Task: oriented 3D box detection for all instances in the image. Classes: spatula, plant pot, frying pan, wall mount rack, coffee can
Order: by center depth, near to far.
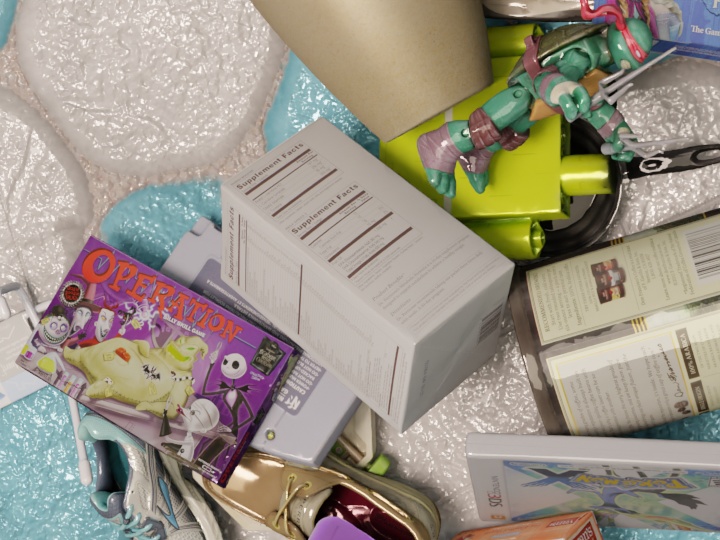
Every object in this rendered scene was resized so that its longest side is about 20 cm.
[{"bbox_3d":[0.010,-0.203,1.142,0.186,0.187,0.201,-27,93,12],"label":"plant pot"},{"bbox_3d":[0.224,0.041,1.170,0.198,0.146,0.148,-16,96,11],"label":"coffee can"},{"bbox_3d":[0.054,0.240,1.195,0.198,0.021,0.057,22,129,-4],"label":"spatula"},{"bbox_3d":[0.178,-0.088,1.214,0.189,0.031,0.115,-33,91,12],"label":"frying pan"},{"bbox_3d":[-0.303,0.114,1.300,0.199,0.075,0.175,-26,95,13],"label":"wall mount rack"}]

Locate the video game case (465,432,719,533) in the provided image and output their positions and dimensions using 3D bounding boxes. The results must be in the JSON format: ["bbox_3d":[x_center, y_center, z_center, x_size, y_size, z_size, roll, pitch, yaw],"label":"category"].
[{"bbox_3d":[0.184,0.163,1.187,0.198,0.183,0.022,1,67,8],"label":"video game case"}]

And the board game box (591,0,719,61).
[{"bbox_3d":[0.273,-0.251,1.122,0.198,0.043,0.201,7,84,-7],"label":"board game box"}]

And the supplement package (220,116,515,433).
[{"bbox_3d":[0.000,0.000,1.164,0.200,0.109,0.114,39,147,24],"label":"supplement package"}]

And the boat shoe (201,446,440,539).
[{"bbox_3d":[-0.034,0.182,1.231,0.198,0.066,0.075,14,101,5],"label":"boat shoe"}]

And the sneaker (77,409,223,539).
[{"bbox_3d":[-0.178,0.193,1.274,0.077,0.086,0.202,-13,100,41],"label":"sneaker"}]

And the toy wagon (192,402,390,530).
[{"bbox_3d":[-0.046,0.122,1.280,0.155,0.040,0.200,44,102,0],"label":"toy wagon"}]

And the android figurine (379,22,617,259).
[{"bbox_3d":[0.098,-0.098,1.196,0.198,0.041,0.184,-4,81,23],"label":"android figurine"}]

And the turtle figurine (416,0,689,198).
[{"bbox_3d":[0.142,-0.117,1.084,0.199,0.149,0.102,-27,65,28],"label":"turtle figurine"}]

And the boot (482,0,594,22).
[{"bbox_3d":[0.184,-0.263,1.169,0.198,0.073,0.152,0,98,12],"label":"boot"}]

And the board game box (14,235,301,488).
[{"bbox_3d":[-0.159,0.069,1.221,0.199,0.032,0.121,27,77,18],"label":"board game box"}]

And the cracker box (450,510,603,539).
[{"bbox_3d":[0.152,0.300,1.242,0.133,0.058,0.202,-16,98,38],"label":"cracker box"}]

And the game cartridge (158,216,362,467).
[{"bbox_3d":[-0.086,0.062,1.238,0.199,0.041,0.134,33,81,19],"label":"game cartridge"}]
